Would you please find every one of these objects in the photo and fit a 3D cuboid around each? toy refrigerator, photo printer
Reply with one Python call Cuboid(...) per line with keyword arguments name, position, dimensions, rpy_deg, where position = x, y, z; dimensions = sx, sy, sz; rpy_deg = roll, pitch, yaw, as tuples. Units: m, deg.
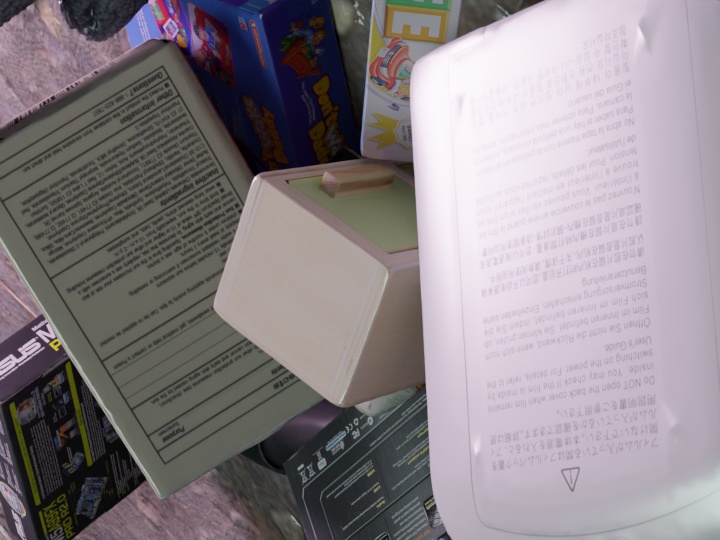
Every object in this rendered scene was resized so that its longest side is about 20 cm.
Cuboid(name="toy refrigerator", position=(0.039, -0.009, 0.725), dimensions=(0.076, 0.199, 0.070), rpy_deg=(35, 119, 30))
Cuboid(name="photo printer", position=(0.090, 0.007, 0.570), dimensions=(0.166, 0.069, 0.201), rpy_deg=(-18, 71, 50))

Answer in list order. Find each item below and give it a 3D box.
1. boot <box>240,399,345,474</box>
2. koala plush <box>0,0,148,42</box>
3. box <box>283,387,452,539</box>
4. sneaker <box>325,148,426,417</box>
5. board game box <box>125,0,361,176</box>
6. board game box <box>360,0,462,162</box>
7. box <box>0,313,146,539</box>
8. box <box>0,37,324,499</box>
Cuboid(name="boot", position=(-0.034, 0.093, 1.038), dimensions=(0.164, 0.066, 0.200), rpy_deg=(25, 171, -36))
Cuboid(name="koala plush", position=(-0.229, -0.125, 0.846), dimensions=(0.183, 0.201, 0.177), rpy_deg=(33, -168, 8))
Cuboid(name="box", position=(0.052, 0.121, 0.868), dimensions=(0.200, 0.048, 0.159), rpy_deg=(-45, 56, 40))
Cuboid(name="sneaker", position=(0.000, 0.000, 0.836), dimensions=(0.088, 0.075, 0.200), rpy_deg=(52, -173, -18))
Cuboid(name="board game box", position=(-0.062, -0.083, 0.958), dimensions=(0.134, 0.045, 0.201), rpy_deg=(27, 143, 40))
Cuboid(name="board game box", position=(0.027, -0.157, 0.656), dimensions=(0.034, 0.135, 0.200), rpy_deg=(6, 143, 1))
Cuboid(name="box", position=(-0.197, 0.099, 1.248), dimensions=(0.044, 0.160, 0.201), rpy_deg=(37, 149, 28))
Cuboid(name="box", position=(-0.106, -0.006, 0.902), dimensions=(0.201, 0.127, 0.109), rpy_deg=(61, 174, -14))
